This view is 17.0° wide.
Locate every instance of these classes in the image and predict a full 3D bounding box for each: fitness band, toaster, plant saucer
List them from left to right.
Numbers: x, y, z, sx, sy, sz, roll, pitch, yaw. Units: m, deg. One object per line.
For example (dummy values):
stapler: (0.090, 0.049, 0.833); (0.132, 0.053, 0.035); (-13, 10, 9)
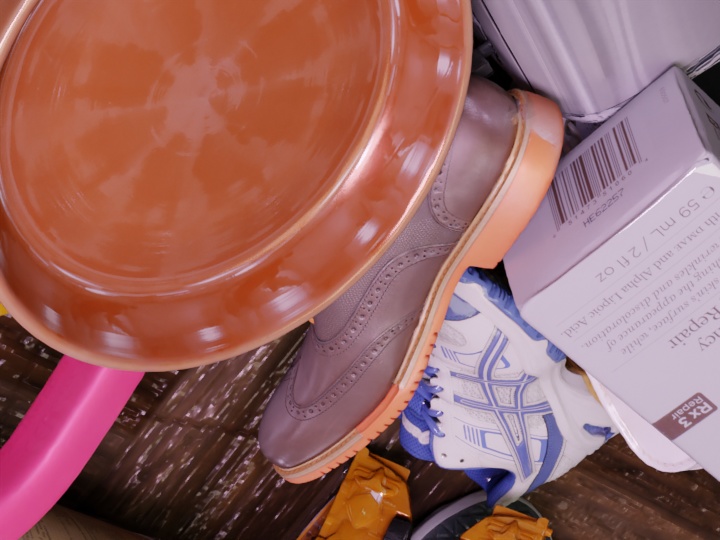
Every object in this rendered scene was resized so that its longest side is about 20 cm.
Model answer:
fitness band: (-0.138, 0.015, 0.854); (0.144, 0.037, 0.200); (37, 84, -43)
plant saucer: (-0.051, -0.058, 0.830); (0.200, 0.032, 0.201); (-20, 129, -27)
toaster: (0.111, -0.153, 0.939); (0.200, 0.114, 0.129); (-35, 140, -7)

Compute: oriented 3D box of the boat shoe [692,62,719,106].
boat shoe: (0.199, -0.040, 1.046); (0.075, 0.200, 0.062); (-46, 179, -18)

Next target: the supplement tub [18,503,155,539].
supplement tub: (-0.146, 0.165, 0.987); (0.200, 0.145, 0.145); (29, 105, -45)

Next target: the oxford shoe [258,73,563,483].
oxford shoe: (0.000, 0.000, 0.957); (0.073, 0.071, 0.200); (21, 118, -21)

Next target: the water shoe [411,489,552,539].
water shoe: (0.010, 0.178, 1.171); (0.200, 0.079, 0.072); (-41, 101, -28)

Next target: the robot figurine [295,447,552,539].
robot figurine: (0.006, 0.188, 1.077); (0.058, 0.145, 0.200); (91, 23, -64)

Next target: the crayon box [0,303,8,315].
crayon box: (-0.089, -0.062, 0.913); (0.200, 0.052, 0.126); (-18, 132, -24)

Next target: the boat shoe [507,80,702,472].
boat shoe: (0.102, 0.006, 1.030); (0.069, 0.071, 0.200); (-38, 110, -50)

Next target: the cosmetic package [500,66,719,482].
cosmetic package: (0.156, 0.021, 0.964); (0.102, 0.074, 0.200); (-40, 120, 21)

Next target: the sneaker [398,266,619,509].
sneaker: (0.047, 0.048, 1.080); (0.088, 0.075, 0.200); (-42, 135, 4)
